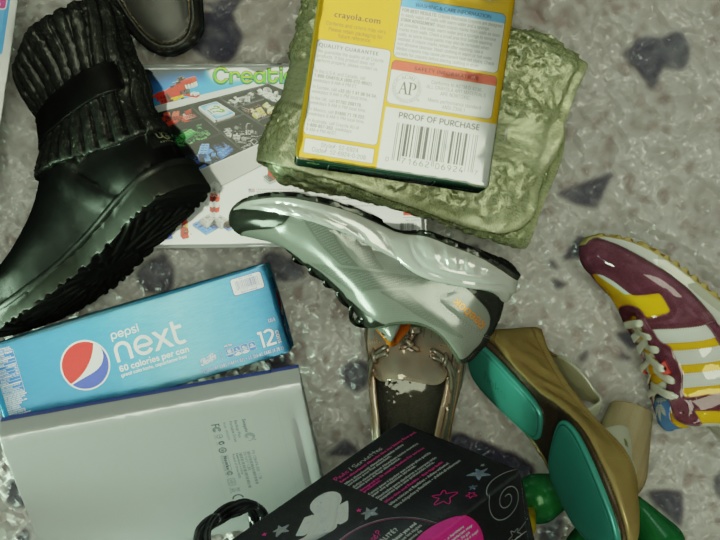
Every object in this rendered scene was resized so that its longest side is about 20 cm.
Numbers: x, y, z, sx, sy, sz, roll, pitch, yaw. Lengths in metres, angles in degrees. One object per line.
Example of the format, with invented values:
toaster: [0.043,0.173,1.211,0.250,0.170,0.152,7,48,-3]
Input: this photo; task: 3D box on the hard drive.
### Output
hard drive: [-0.129,0.133,1.220,0.199,0.025,0.132,-10,132,0]

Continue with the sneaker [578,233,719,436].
sneaker: [0.217,0.058,1.229,0.200,0.075,0.090,38,86,-1]

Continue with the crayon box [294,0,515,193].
crayon box: [0.034,-0.159,1.166,0.125,0.052,0.201,9,88,-2]

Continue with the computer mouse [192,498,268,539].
computer mouse: [-0.047,0.181,1.191,0.034,0.200,0.059,-19,70,33]

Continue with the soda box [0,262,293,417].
soda box: [-0.150,0.052,1.231,0.199,0.068,0.064,-16,92,1]

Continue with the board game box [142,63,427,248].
board game box: [-0.054,-0.079,1.243,0.199,0.035,0.127,0,92,-1]

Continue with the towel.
towel: [0.041,-0.108,1.208,0.199,0.036,0.149,16,90,-2]

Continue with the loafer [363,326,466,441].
loafer: [0.036,0.083,1.222,0.072,0.063,0.201,1,102,4]

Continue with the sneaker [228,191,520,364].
sneaker: [0.000,0.000,1.174,0.200,0.074,0.080,20,93,18]

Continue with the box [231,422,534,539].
box: [0.004,0.208,1.115,0.200,0.115,0.133,-32,123,-31]

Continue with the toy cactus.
toy cactus: [0.165,0.174,1.238,0.199,0.102,0.166,19,73,2]

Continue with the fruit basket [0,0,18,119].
fruit basket: [-0.334,-0.113,1.214,0.185,0.094,0.201,11,95,-1]

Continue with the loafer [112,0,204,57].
loafer: [-0.164,-0.239,1.219,0.073,0.072,0.201,-26,93,0]

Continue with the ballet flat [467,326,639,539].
ballet flat: [0.143,0.104,1.191,0.063,0.200,0.069,-14,137,-24]

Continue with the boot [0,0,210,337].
boot: [-0.205,-0.066,1.218,0.211,0.079,0.158,-38,74,23]
